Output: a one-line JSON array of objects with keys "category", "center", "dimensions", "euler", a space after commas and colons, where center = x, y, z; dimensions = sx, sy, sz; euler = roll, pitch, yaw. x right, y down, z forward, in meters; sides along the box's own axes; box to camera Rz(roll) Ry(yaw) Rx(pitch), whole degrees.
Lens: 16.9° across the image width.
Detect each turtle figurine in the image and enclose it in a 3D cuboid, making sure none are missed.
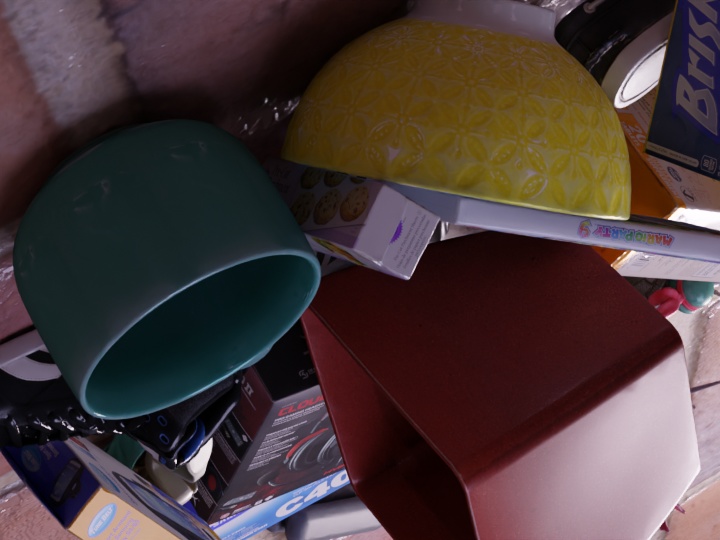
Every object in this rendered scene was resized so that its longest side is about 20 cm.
[{"category": "turtle figurine", "center": [0.206, 0.022, 1.752], "dimensions": [0.150, 0.101, 0.199], "euler": [-47, -152, -26]}]

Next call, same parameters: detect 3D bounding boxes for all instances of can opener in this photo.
[{"category": "can opener", "center": [-0.003, 0.188, 2.039], "dimensions": [0.199, 0.052, 0.067], "euler": [-10, 116, -49]}]

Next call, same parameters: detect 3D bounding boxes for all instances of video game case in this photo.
[{"category": "video game case", "center": [0.125, -0.028, 1.421], "dimensions": [0.198, 0.018, 0.143], "euler": [8, -176, -18]}]

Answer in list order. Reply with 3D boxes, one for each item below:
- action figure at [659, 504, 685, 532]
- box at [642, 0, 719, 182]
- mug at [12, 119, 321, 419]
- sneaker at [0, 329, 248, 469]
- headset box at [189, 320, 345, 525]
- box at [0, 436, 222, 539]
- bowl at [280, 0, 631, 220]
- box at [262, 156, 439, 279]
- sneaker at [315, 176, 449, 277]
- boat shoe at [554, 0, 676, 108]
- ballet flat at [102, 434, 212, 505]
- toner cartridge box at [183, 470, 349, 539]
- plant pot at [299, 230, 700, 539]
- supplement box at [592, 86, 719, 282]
[{"category": "action figure", "center": [0.177, 0.141, 1.953], "dimensions": [0.149, 0.200, 0.134], "euler": [-47, 161, 21]}, {"category": "box", "center": [0.227, -0.155, 1.402], "dimensions": [0.064, 0.070, 0.202], "euler": [-7, 114, -46]}, {"category": "mug", "center": [-0.115, -0.002, 1.330], "dimensions": [0.151, 0.115, 0.185], "euler": [-23, 159, -24]}, {"category": "sneaker", "center": [-0.161, 0.086, 1.464], "dimensions": [0.199, 0.112, 0.073], "euler": [-31, 157, -6]}, {"category": "headset box", "center": [-0.040, 0.078, 1.677], "dimensions": [0.148, 0.075, 0.200], "euler": [-20, 156, -32]}, {"category": "box", "center": [-0.148, 0.158, 1.549], "dimensions": [0.042, 0.119, 0.200], "euler": [-49, 128, -1]}, {"category": "bowl", "center": [0.061, -0.097, 1.347], "dimensions": [0.200, 0.199, 0.109], "euler": [4, 96, -58]}, {"category": "box", "center": [-0.015, -0.031, 1.346], "dimensions": [0.042, 0.039, 0.200], "euler": [-62, -159, -3]}, {"category": "sneaker", "center": [0.000, 0.000, 1.547], "dimensions": [0.114, 0.076, 0.201], "euler": [-18, 136, -7]}, {"category": "boat shoe", "center": [0.194, -0.166, 1.483], "dimensions": [0.200, 0.060, 0.074], "euler": [-36, 160, -35]}, {"category": "ballet flat", "center": [-0.138, 0.125, 1.645], "dimensions": [0.067, 0.071, 0.200], "euler": [-28, 161, -28]}, {"category": "toner cartridge box", "center": [-0.051, 0.150, 1.873], "dimensions": [0.199, 0.043, 0.095], "euler": [-28, 158, -13]}, {"category": "plant pot", "center": [0.097, 0.088, 1.495], "dimensions": [0.175, 0.200, 0.201], "euler": [-30, 136, -15]}, {"category": "supplement box", "center": [0.198, -0.064, 1.630], "dimensions": [0.073, 0.126, 0.199], "euler": [-43, 158, 24]}]
